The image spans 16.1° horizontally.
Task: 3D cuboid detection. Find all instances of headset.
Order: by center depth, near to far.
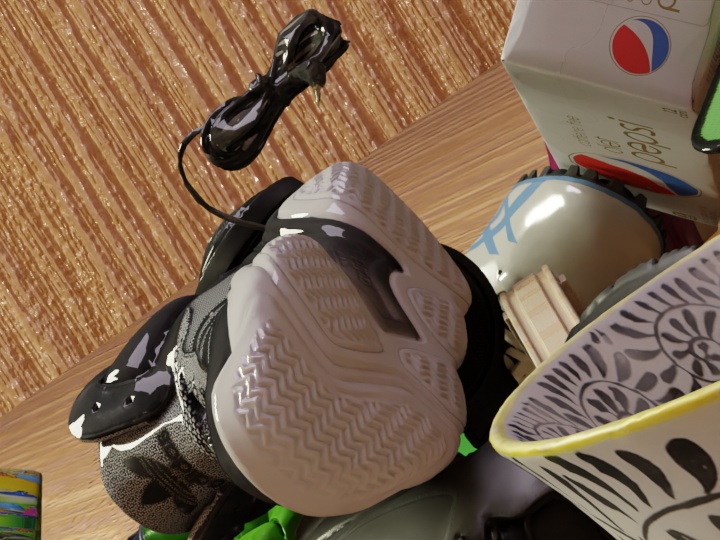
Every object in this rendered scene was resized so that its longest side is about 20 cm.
[{"bbox_3d":[0.000,0.000,0.901,0.123,0.200,0.094,24,71,39],"label":"headset"}]

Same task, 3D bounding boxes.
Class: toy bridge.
[{"bbox_3d":[0.073,0.033,0.851,0.027,0.067,0.200,-32,5,4],"label":"toy bridge"}]

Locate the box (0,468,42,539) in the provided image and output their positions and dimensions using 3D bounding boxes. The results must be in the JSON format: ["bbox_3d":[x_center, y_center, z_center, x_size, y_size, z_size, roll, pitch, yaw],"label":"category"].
[{"bbox_3d":[-0.207,0.132,0.850,0.199,0.123,0.193,2,2,-6],"label":"box"}]

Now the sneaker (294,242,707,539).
[{"bbox_3d":[0.054,0.070,0.690,0.200,0.076,0.091,-40,10,27],"label":"sneaker"}]

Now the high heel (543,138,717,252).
[{"bbox_3d":[0.119,-0.044,1.095,0.067,0.096,0.200,-32,6,9],"label":"high heel"}]

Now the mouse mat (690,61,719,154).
[{"bbox_3d":[0.193,-0.112,0.752,0.199,0.008,0.161,-23,28,41],"label":"mouse mat"}]

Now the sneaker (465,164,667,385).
[{"bbox_3d":[0.055,0.023,0.999,0.200,0.072,0.073,-44,17,55],"label":"sneaker"}]

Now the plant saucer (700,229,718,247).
[{"bbox_3d":[0.184,-0.024,0.860,0.200,0.038,0.200,-34,5,3],"label":"plant saucer"}]

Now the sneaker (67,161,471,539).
[{"bbox_3d":[-0.031,0.043,0.725,0.114,0.076,0.200,-42,8,17],"label":"sneaker"}]

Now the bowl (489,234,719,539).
[{"bbox_3d":[0.132,0.019,0.455,0.200,0.095,0.201,-30,4,2],"label":"bowl"}]

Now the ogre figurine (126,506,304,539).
[{"bbox_3d":[-0.042,0.097,0.859,0.120,0.098,0.200,-51,-10,-6],"label":"ogre figurine"}]

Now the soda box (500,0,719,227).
[{"bbox_3d":[0.101,-0.070,0.896,0.200,0.068,0.064,44,-118,-75],"label":"soda box"}]

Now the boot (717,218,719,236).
[{"bbox_3d":[0.214,-0.048,0.741,0.200,0.071,0.144,-18,14,38],"label":"boot"}]
